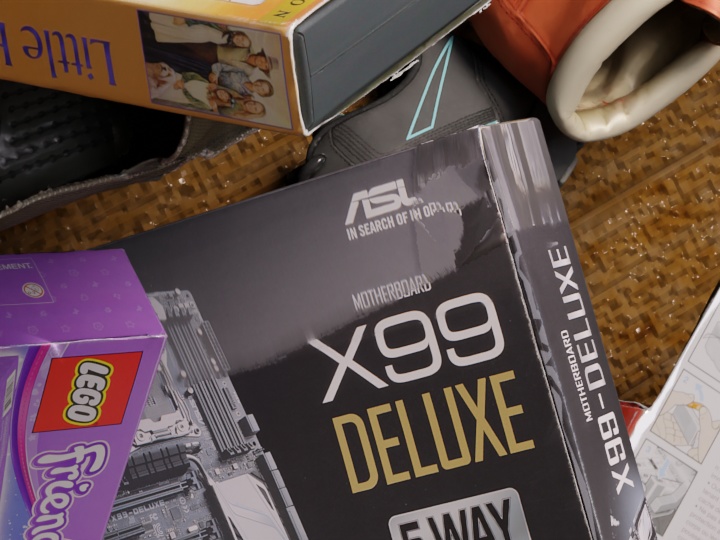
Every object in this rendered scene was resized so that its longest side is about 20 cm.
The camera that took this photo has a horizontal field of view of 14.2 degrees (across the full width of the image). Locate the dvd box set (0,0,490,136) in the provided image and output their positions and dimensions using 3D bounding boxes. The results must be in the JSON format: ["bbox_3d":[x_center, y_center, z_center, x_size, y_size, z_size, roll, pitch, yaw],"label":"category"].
[{"bbox_3d":[-0.057,-0.089,0.711,0.146,0.200,0.029,-41,133,-46],"label":"dvd box set"}]

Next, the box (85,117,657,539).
[{"bbox_3d":[-0.020,0.057,0.854,0.050,0.200,0.158,-13,88,-63],"label":"box"}]

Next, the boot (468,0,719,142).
[{"bbox_3d":[0.123,-0.125,0.942,0.200,0.107,0.075,-40,133,14],"label":"boot"}]

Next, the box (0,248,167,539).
[{"bbox_3d":[-0.143,0.083,0.793,0.137,0.200,0.039,-3,42,-28],"label":"box"}]

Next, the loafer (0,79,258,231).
[{"bbox_3d":[-0.051,-0.055,0.761,0.200,0.070,0.075,-32,116,-26],"label":"loafer"}]

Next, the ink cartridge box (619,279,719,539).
[{"bbox_3d":[0.109,0.099,0.972,0.109,0.050,0.200,33,81,-19],"label":"ink cartridge box"}]

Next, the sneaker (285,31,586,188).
[{"bbox_3d":[0.000,0.000,0.951,0.079,0.075,0.200,37,57,-8],"label":"sneaker"}]
